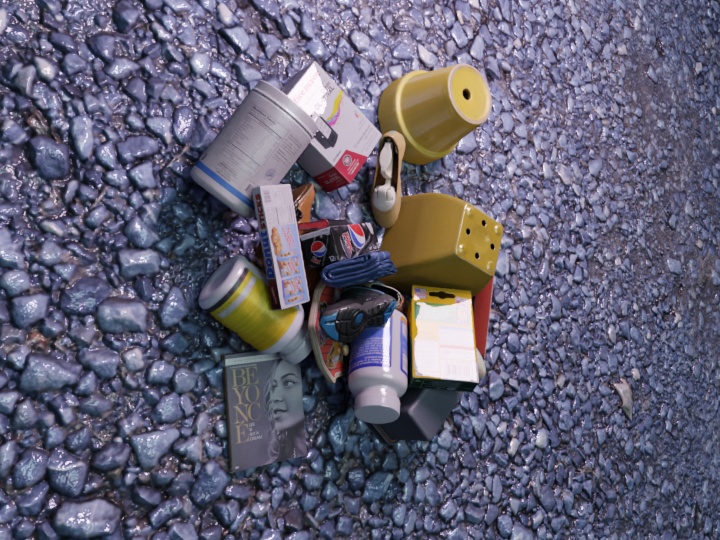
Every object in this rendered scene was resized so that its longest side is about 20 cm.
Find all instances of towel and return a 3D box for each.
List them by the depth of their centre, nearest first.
[{"bbox_3d":[0.000,0.000,1.098,0.200,0.111,0.049,-15,89,-79],"label":"towel"}]

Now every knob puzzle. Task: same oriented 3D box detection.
[{"bbox_3d":[-0.048,0.105,1.094,0.220,0.030,0.221,-4,90,-75],"label":"knob puzzle"}]

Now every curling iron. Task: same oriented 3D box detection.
[{"bbox_3d":[-0.074,-0.093,1.103,0.200,0.025,0.050,1,87,-58],"label":"curling iron"}]

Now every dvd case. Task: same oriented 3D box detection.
[{"bbox_3d":[-0.168,0.242,1.069,0.148,0.016,0.201,-2,84,-36],"label":"dvd case"}]

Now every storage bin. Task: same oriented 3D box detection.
[{"bbox_3d":[0.112,0.243,1.200,0.200,0.134,0.146,-47,110,-32],"label":"storage bin"}]

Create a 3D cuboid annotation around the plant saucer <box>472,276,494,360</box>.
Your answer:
[{"bbox_3d":[0.260,0.109,1.324,0.037,0.200,0.201,8,75,9],"label":"plant saucer"}]

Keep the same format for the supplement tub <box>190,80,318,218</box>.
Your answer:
[{"bbox_3d":[-0.179,-0.201,1.014,0.132,0.132,0.200,37,89,-26],"label":"supplement tub"}]

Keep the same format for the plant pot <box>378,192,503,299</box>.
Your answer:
[{"bbox_3d":[0.181,-0.048,1.252,0.195,0.200,0.195,27,68,-31],"label":"plant pot"}]

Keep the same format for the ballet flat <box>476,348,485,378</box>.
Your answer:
[{"bbox_3d":[0.181,0.143,1.229,0.062,0.068,0.200,-1,49,-42],"label":"ballet flat"}]

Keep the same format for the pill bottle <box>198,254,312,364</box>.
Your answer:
[{"bbox_3d":[-0.169,0.074,1.033,0.200,0.112,0.112,43,61,-23],"label":"pill bottle"}]

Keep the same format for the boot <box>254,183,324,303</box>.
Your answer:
[{"bbox_3d":[-0.104,-0.051,1.134,0.155,0.074,0.200,44,58,-32],"label":"boot"}]

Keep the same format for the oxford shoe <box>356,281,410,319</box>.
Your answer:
[{"bbox_3d":[0.068,0.077,1.228,0.200,0.074,0.071,23,68,-32],"label":"oxford shoe"}]

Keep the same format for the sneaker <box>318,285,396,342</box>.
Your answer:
[{"bbox_3d":[-0.019,0.072,1.060,0.200,0.082,0.073,-8,125,-57],"label":"sneaker"}]

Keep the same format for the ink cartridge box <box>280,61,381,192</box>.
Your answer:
[{"bbox_3d":[-0.077,-0.277,1.170,0.200,0.083,0.146,43,61,-23],"label":"ink cartridge box"}]

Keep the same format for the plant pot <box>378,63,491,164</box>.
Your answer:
[{"bbox_3d":[0.170,-0.349,1.296,0.200,0.189,0.202,6,79,-34],"label":"plant pot"}]

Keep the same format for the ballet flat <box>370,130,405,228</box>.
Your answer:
[{"bbox_3d":[0.050,-0.186,1.233,0.063,0.068,0.201,-25,120,-69],"label":"ballet flat"}]

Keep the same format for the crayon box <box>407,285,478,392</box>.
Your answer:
[{"bbox_3d":[0.157,0.131,1.167,0.125,0.052,0.201,6,56,-5],"label":"crayon box"}]

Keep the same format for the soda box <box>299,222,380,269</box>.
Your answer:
[{"bbox_3d":[-0.033,-0.049,1.124,0.200,0.071,0.064,-16,91,-66],"label":"soda box"}]

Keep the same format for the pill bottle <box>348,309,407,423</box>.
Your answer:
[{"bbox_3d":[0.033,0.178,1.130,0.112,0.112,0.201,29,47,-29],"label":"pill bottle"}]

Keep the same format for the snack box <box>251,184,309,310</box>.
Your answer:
[{"bbox_3d":[-0.130,-0.040,0.987,0.072,0.024,0.201,-15,98,-54],"label":"snack box"}]
